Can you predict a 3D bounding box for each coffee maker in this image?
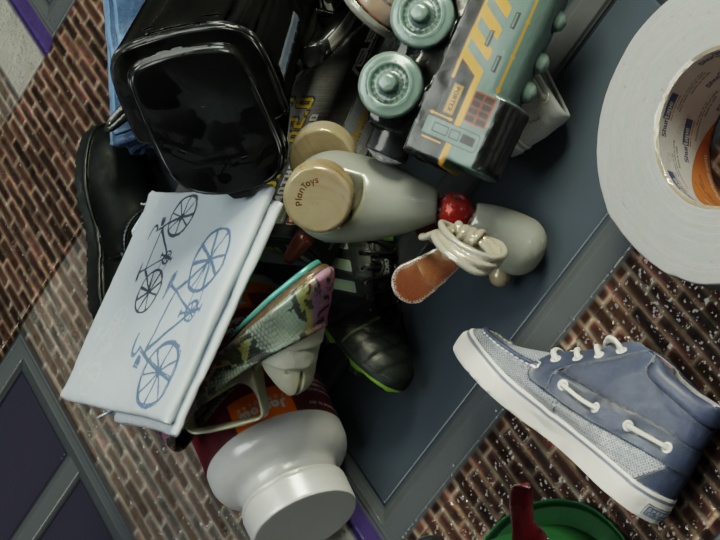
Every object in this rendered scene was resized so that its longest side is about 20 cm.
[{"bbox_3d":[-0.107,-0.181,1.323,0.134,0.192,0.201,-32,25,28],"label":"coffee maker"}]

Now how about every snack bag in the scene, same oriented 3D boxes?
[{"bbox_3d":[-0.144,0.026,1.359,0.199,0.021,0.190,1,66,57],"label":"snack bag"}]

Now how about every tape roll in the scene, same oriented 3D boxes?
[{"bbox_3d":[0.249,-0.086,1.179,0.199,0.066,0.203,-11,73,42],"label":"tape roll"}]

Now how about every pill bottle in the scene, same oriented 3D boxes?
[{"bbox_3d":[-0.078,0.110,1.419,0.113,0.112,0.201,-45,55,28],"label":"pill bottle"}]

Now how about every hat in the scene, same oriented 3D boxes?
[{"bbox_3d":[0.078,0.220,1.202,0.165,0.175,0.202,15,92,44],"label":"hat"}]

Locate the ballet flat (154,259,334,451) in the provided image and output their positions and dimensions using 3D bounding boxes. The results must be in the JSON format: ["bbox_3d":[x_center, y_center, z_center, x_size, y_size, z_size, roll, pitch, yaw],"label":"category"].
[{"bbox_3d":[-0.078,0.069,1.327,0.199,0.069,0.072,-35,82,29],"label":"ballet flat"}]

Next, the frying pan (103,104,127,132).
[{"bbox_3d":[-0.123,-0.175,1.493,0.115,0.031,0.191,22,78,50],"label":"frying pan"}]

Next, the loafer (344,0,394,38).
[{"bbox_3d":[0.020,-0.235,1.373,0.063,0.072,0.200,-44,17,18],"label":"loafer"}]

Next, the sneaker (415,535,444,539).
[{"bbox_3d":[-0.001,0.267,1.345,0.087,0.074,0.201,40,110,46],"label":"sneaker"}]

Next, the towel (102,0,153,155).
[{"bbox_3d":[-0.164,-0.200,1.572,0.110,0.049,0.202,-12,63,11],"label":"towel"}]

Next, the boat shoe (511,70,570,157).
[{"bbox_3d":[0.100,-0.183,1.342,0.068,0.072,0.202,-25,61,20],"label":"boat shoe"}]

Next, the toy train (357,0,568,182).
[{"bbox_3d":[0.078,-0.157,1.275,0.113,0.085,0.202,25,90,14],"label":"toy train"}]

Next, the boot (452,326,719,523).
[{"bbox_3d":[0.155,0.076,1.243,0.200,0.073,0.091,40,102,32],"label":"boot"}]

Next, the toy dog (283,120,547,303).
[{"bbox_3d":[0.022,-0.024,1.312,0.199,0.132,0.097,29,117,15],"label":"toy dog"}]

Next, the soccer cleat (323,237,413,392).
[{"bbox_3d":[0.000,0.000,1.401,0.081,0.067,0.201,-44,52,27],"label":"soccer cleat"}]

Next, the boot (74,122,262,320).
[{"bbox_3d":[-0.163,-0.050,1.562,0.162,0.073,0.200,-20,67,37],"label":"boot"}]

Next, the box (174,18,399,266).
[{"bbox_3d":[-0.053,-0.104,1.438,0.157,0.048,0.201,6,65,43],"label":"box"}]
